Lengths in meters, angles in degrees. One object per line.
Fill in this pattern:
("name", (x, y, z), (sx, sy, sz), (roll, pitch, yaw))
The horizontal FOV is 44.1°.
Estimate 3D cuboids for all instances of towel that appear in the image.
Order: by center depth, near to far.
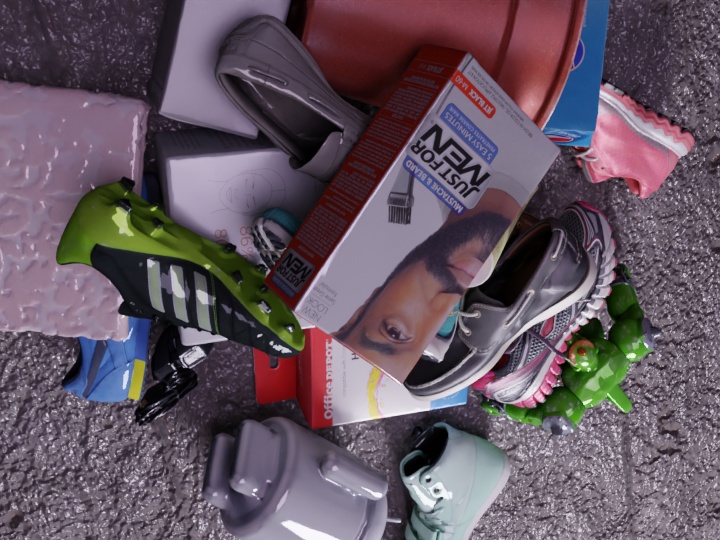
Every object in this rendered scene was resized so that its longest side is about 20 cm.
("towel", (-0.267, -0.048, 0.685), (0.195, 0.032, 0.196), (6, 103, -3))

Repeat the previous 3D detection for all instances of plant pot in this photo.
("plant pot", (0.046, -0.206, 0.694), (0.191, 0.201, 0.205), (7, 106, -13))

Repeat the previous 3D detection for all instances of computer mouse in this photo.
("computer mouse", (-0.153, 0.073, 0.712), (0.058, 0.200, 0.035), (-27, 101, 1))

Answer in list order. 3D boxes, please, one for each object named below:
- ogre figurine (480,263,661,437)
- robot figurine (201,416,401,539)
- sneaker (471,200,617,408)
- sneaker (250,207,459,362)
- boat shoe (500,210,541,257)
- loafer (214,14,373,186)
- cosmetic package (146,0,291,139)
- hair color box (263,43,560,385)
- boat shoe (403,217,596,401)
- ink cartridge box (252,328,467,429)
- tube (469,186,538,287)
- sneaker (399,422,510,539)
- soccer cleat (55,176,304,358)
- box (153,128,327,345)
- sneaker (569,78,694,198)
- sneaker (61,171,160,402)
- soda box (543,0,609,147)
("ogre figurine", (0.217, 0.085, 0.883), (0.197, 0.120, 0.100), (-28, 116, -9))
("robot figurine", (-0.053, 0.213, 0.833), (0.168, 0.115, 0.199), (-27, 131, 38))
("sneaker", (0.166, 0.032, 0.813), (0.074, 0.081, 0.203), (16, 102, -31))
("sneaker", (0.000, 0.000, 0.699), (0.198, 0.077, 0.081), (30, 78, -30))
("boat shoe", (0.118, -0.030, 0.838), (0.197, 0.068, 0.073), (18, 102, -24))
("loafer", (-0.026, -0.091, 0.641), (0.199, 0.069, 0.070), (42, 48, -19))
("cosmetic package", (-0.101, -0.214, 0.679), (0.088, 0.107, 0.204), (13, 102, -23))
("hair color box", (0.037, -0.038, 0.616), (0.110, 0.064, 0.202), (35, 90, -32))
("boat shoe", (0.106, 0.033, 0.764), (0.199, 0.072, 0.067), (-40, 132, 14))
("ink cartridge box", (0.001, 0.075, 0.834), (0.196, 0.067, 0.119), (-7, 111, -16))
("tube", (0.113, -0.057, 0.768), (0.051, 0.201, 0.059), (9, 124, 18))
("sneaker", (0.060, 0.249, 0.909), (0.117, 0.073, 0.203), (34, 85, -32))
("soccer cleat", (-0.129, 0.013, 0.660), (0.199, 0.068, 0.081), (36, 113, -24))
("box", (-0.065, -0.039, 0.750), (0.196, 0.106, 0.156), (-7, 110, -16))
("sneaker", (0.226, -0.129, 0.840), (0.197, 0.074, 0.088), (22, 104, -23))
("sneaker", (-0.209, 0.016, 0.743), (0.077, 0.066, 0.204), (8, 106, -17))
("soda box", (0.175, -0.213, 0.754), (0.066, 0.064, 0.205), (6, 88, 11))
